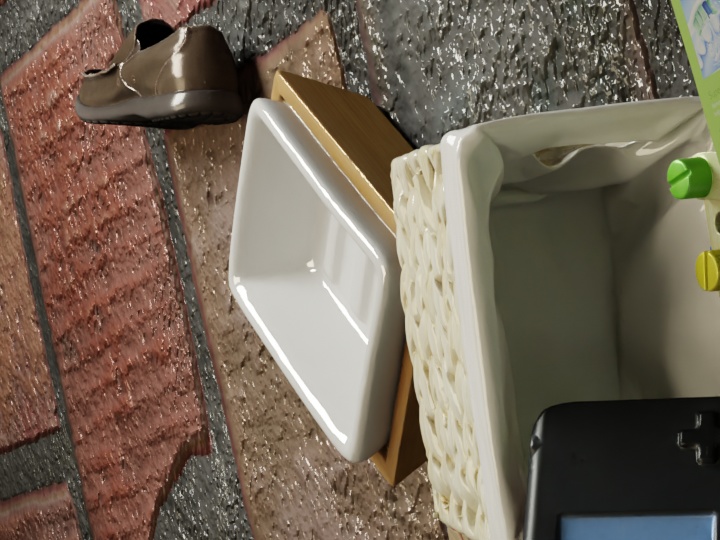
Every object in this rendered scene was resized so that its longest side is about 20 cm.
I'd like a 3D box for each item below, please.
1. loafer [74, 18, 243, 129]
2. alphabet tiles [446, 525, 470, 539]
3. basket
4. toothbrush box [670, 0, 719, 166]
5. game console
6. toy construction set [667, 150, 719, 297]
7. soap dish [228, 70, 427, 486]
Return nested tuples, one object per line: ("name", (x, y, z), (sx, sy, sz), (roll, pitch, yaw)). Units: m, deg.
("loafer", (-0.131, -0.133, 1.682), (0.200, 0.073, 0.071), (3, 91, 59))
("alphabet tiles", (0.088, 0.210, 1.327), (0.167, 0.008, 0.200), (54, 162, 44))
("basket", (0.098, 0.026, 1.166), (0.123, 0.135, 0.201), (-176, 79, -73))
("toothbrush box", (0.199, -0.093, 0.906), (0.086, 0.145, 0.201), (-40, 62, 61))
("game console", (0.149, 0.142, 1.021), (0.031, 0.176, 0.200), (66, -153, -56))
("toy construction set", (0.173, -0.086, 1.039), (0.131, 0.092, 0.201), (8, 116, 64))
("soap dish", (0.000, 0.000, 1.426), (0.200, 0.081, 0.158), (52, 142, 45))
